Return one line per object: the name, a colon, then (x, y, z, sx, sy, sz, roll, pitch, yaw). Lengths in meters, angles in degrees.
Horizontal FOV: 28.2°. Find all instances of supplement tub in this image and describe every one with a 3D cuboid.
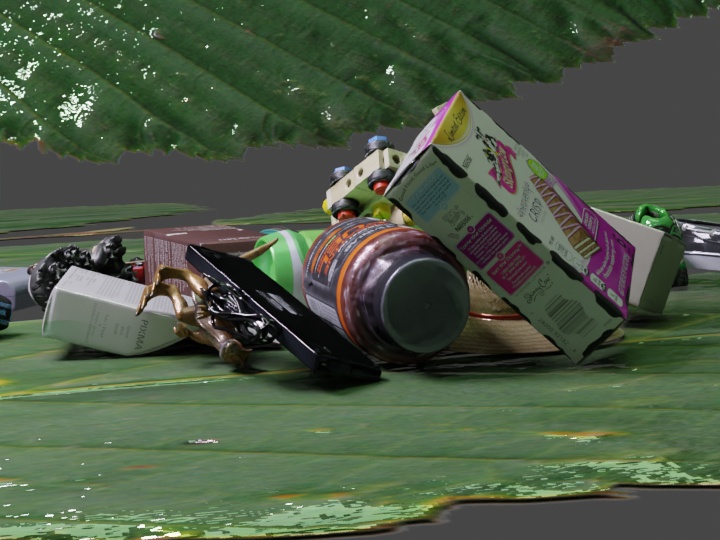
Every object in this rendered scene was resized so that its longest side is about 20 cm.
supplement tub: (0.023, 0.015, 1.143, 0.106, 0.108, 0.200, -3, 6, -16)

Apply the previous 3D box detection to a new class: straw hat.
straw hat: (0.131, 0.013, 1.224, 0.199, 0.086, 0.201, -2, 6, 0)

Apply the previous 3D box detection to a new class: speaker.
speaker: (0.000, 0.000, 1.372, 0.198, 0.090, 0.088, -3, 6, -23)

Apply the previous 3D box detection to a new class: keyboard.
keyboard: (-0.077, 0.038, 1.091, 0.104, 0.040, 0.200, 17, 13, -42)

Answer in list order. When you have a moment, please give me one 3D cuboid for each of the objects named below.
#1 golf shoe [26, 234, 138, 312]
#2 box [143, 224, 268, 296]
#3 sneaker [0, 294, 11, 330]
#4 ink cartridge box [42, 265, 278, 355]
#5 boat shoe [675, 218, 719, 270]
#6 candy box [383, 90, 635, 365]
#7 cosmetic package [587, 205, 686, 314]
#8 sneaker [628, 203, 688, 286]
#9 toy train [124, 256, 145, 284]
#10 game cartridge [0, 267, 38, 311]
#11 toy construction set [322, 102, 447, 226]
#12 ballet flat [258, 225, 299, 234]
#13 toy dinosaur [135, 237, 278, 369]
golf shoe: (-0.294, 0.019, 1.419, 0.094, 0.079, 0.200, -18, 1, 13)
box: (-0.158, -0.006, 1.532, 0.099, 0.076, 0.200, -4, 9, -26)
sneaker: (-0.411, 0.032, 1.344, 0.199, 0.074, 0.082, 11, -3, 39)
ink cartridge box: (-0.172, 0.049, 1.261, 0.198, 0.051, 0.161, 17, 4, -8)
boat shoe: (0.455, -0.035, 1.649, 0.198, 0.069, 0.073, 4, 9, 37)
candy box: (0.122, -0.037, 1.120, 0.200, 0.061, 0.137, 40, 27, -6)
cosmetic package: (0.189, -0.028, 1.324, 0.199, 0.074, 0.103, 22, 4, 26)
sneaker: (0.329, -0.033, 1.590, 0.077, 0.086, 0.200, -1, 6, 3)
toy train: (-0.266, 0.006, 1.636, 0.198, 0.034, 0.046, -5, 20, -35)
game cartridge: (-0.431, 0.020, 1.540, 0.198, 0.042, 0.133, 1, 3, 18)
toy construction set: (0.039, -0.081, 1.425, 0.130, 0.093, 0.200, 14, -47, -33)
ballet flat: (-0.044, 0.002, 1.507, 0.068, 0.069, 0.200, 6, 12, -31)
toy dinosaur: (-0.125, 0.025, 1.180, 0.105, 0.061, 0.201, 21, 27, -16)
